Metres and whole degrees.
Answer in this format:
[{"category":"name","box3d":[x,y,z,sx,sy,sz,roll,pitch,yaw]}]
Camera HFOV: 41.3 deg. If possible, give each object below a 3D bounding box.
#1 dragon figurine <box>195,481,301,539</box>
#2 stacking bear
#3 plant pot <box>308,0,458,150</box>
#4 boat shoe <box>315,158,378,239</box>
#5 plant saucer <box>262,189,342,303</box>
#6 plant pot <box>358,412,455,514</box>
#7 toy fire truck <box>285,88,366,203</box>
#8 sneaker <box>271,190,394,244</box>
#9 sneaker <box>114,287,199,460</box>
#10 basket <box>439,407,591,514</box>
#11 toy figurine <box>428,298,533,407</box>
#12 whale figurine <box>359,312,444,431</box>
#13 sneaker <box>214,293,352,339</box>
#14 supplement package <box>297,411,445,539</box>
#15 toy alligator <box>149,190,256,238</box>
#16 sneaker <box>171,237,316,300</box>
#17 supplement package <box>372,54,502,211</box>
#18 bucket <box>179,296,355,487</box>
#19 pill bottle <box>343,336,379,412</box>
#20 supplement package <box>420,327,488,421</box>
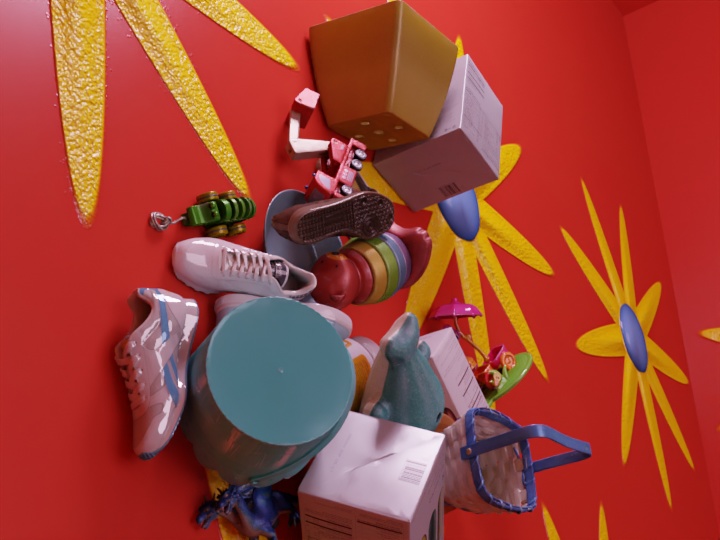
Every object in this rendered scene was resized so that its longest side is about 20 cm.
[{"category":"dragon figurine","box3d":[-0.123,0.285,1.194,0.199,0.058,0.101,-29,99,-57]},{"category":"stacking bear","box3d":[0.000,0.000,1.423,0.199,0.120,0.115,-23,129,-49]},{"category":"plant pot","box3d":[0.038,-0.322,1.658,0.199,0.198,0.179,21,67,-51]},{"category":"boat shoe","box3d":[0.002,-0.109,1.590,0.201,0.069,0.071,57,33,-23]},{"category":"plant saucer","box3d":[-0.091,-0.019,1.427,0.200,0.038,0.204,34,47,-46]},{"category":"plant pot","box3d":[0.075,0.293,1.425,0.199,0.139,0.203,35,45,-45]},{"category":"toy fire truck","box3d":[-0.065,-0.183,1.484,0.140,0.049,0.201,27,45,-9]},{"category":"sneaker","box3d":[-0.039,-0.082,1.384,0.198,0.075,0.072,-9,108,-42]},{"category":"sneaker","box3d":[-0.243,0.116,1.094,0.080,0.076,0.203,21,55,-30]},{"category":"basket","box3d":[0.197,0.257,1.307,0.176,0.198,0.141,30,50,-48]},{"category":"toy figurine","box3d":[0.185,0.148,1.726,0.185,0.150,0.200,51,59,-7]},{"category":"whale figurine","box3d":[0.065,0.155,1.297,0.159,0.103,0.202,-47,151,-41]},{"category":"sneaker","box3d":[-0.102,0.090,1.280,0.197,0.074,0.083,8,61,-23]},{"category":"supplement package","box3d":[0.020,0.318,1.235,0.152,0.149,0.202,-57,152,-49]},{"category":"toy alligator","box3d":[-0.195,-0.077,1.277,0.199,0.054,0.060,-11,83,-59]},{"category":"sneaker","box3d":[-0.152,-0.003,1.256,0.198,0.080,0.078,15,73,-36]},{"category":"supplement package","box3d":[0.149,-0.254,1.782,0.147,0.189,0.202,45,40,-36]},{"category":"bucket","box3d":[-0.110,0.139,1.126,0.204,0.135,0.210,9,62,-18]},{"category":"pill bottle","box3d":[-0.044,0.158,1.335,0.199,0.110,0.113,-22,93,-59]},{"category":"supplement package","box3d":[0.130,0.217,1.577,0.202,0.113,0.110,63,31,-12]}]
